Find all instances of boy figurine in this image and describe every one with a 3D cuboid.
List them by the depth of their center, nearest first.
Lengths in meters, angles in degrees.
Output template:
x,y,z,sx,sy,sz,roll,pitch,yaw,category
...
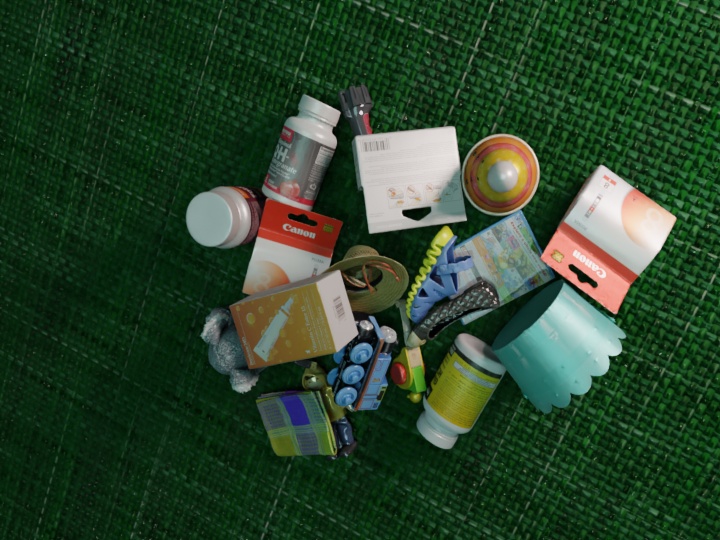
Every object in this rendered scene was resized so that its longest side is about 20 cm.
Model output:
x,y,z,sx,sy,sz,roll,pitch,yaw,category
-0.065,0.291,1.125,0.121,0.064,0.205,-16,96,21,boy figurine

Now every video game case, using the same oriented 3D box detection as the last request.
x,y,z,sx,sy,sz,roll,pitch,yaw,category
0.253,-0.004,1.030,0.197,0.018,0.146,-29,90,16,video game case

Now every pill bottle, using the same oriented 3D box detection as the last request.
x,y,z,sx,sy,sz,roll,pitch,yaw,category
0.190,0.236,1.030,0.111,0.112,0.204,29,103,7,pill bottle
-0.111,-0.228,1.036,0.108,0.111,0.204,25,103,8,pill bottle
-0.249,-0.105,1.040,0.111,0.200,0.118,2,99,12,pill bottle

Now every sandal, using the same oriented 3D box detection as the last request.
x,y,z,sx,sy,sz,roll,pitch,yaw,category
0.149,0.023,1.010,0.086,0.079,0.204,30,121,15,sandal

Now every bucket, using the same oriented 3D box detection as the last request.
x,y,z,sx,sy,sz,roll,pitch,yaw,category
0.339,0.127,0.938,0.135,0.207,0.207,46,105,5,bucket

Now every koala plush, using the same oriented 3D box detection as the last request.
x,y,z,sx,sy,sz,roll,pitch,yaw,category
-0.240,0.145,1.074,0.180,0.200,0.181,-27,91,15,koala plush

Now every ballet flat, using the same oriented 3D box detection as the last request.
x,y,z,sx,sy,sz,roll,pitch,yaw,category
0.173,0.092,1.012,0.198,0.066,0.058,-35,66,10,ballet flat

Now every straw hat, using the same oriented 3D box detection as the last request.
x,y,z,sx,sy,sz,roll,pitch,yaw,category
0.000,0.000,1.053,0.196,0.202,0.087,-16,53,14,straw hat

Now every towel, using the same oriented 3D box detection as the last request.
x,y,z,sx,sy,sz,roll,pitch,yaw,category
-0.139,0.329,1.133,0.197,0.023,0.148,-15,94,39,towel

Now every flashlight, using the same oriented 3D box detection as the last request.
x,y,z,sx,sy,sz,roll,pitch,yaw,category
0.021,-0.253,1.029,0.066,0.068,0.206,-16,90,19,flashlight

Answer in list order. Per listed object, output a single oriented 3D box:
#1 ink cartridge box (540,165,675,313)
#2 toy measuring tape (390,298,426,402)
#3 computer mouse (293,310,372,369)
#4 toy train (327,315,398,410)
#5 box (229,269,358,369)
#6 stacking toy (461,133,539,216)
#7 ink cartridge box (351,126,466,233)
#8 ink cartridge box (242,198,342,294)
x,y,z,sx,sy,sz,roll,pitch,yaw,category
0.424,-0.058,0.910,0.161,0.050,0.201,36,70,5,ink cartridge box
0.087,0.164,1.075,0.072,0.073,0.206,-14,83,15,toy measuring tape
-0.065,0.146,1.075,0.194,0.046,0.144,10,111,-17,computer mouse
0.006,0.185,1.047,0.111,0.087,0.204,4,120,-27,toy train
-0.121,0.090,0.971,0.195,0.097,0.128,-15,96,26,box
0.243,-0.166,0.914,0.142,0.200,0.151,2,98,12,stacking toy
0.091,-0.166,0.982,0.194,0.044,0.179,-8,89,-11,ink cartridge box
-0.134,-0.023,1.048,0.158,0.051,0.203,16,125,-11,ink cartridge box
